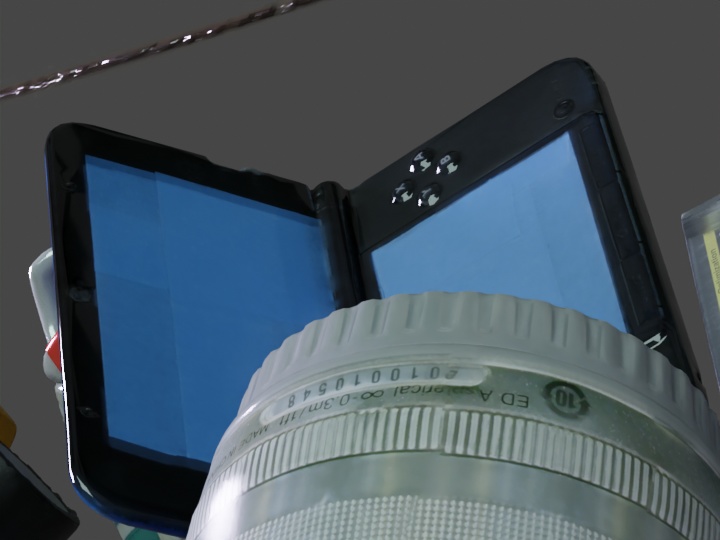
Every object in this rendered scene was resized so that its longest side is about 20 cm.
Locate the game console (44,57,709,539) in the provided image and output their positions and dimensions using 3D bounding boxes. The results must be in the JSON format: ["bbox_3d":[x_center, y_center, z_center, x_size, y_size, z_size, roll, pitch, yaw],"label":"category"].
[{"bbox_3d":[0.000,0.000,0.960,0.170,0.118,0.201,-32,38,17],"label":"game console"}]

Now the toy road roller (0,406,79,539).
[{"bbox_3d":[-0.209,0.065,1.071,0.123,0.146,0.200,-46,36,-3],"label":"toy road roller"}]

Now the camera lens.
[{"bbox_3d":[0.023,0.127,0.775,0.159,0.160,0.201,-19,43,30],"label":"camera lens"}]

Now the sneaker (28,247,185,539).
[{"bbox_3d":[-0.070,0.062,0.986,0.070,0.093,0.200,-38,36,7],"label":"sneaker"}]

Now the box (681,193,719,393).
[{"bbox_3d":[0.181,0.026,0.819,0.161,0.049,0.201,-28,39,18],"label":"box"}]
